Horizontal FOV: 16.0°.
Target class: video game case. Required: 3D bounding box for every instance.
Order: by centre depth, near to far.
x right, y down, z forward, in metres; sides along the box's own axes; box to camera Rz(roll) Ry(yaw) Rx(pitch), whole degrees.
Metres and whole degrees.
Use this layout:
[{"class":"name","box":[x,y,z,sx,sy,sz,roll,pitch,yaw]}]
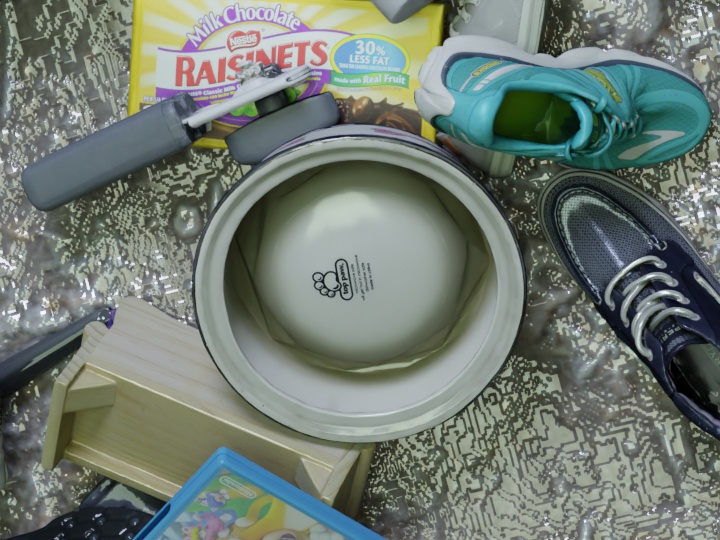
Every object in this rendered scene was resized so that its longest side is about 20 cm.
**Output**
[{"class":"video game case","box":[-0.086,0.207,1.575,0.143,0.018,0.200,32,119,-22]}]

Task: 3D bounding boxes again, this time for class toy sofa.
[{"class":"toy sofa","box":[-0.092,0.105,1.615,0.200,0.098,0.083,22,132,8]}]

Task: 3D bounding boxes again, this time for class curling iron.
[{"class":"curling iron","box":[-0.238,0.085,1.667,0.200,0.026,0.050,-39,109,8]}]

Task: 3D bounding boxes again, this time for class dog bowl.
[{"class":"dog bowl","box":[0.000,0.000,1.559,0.200,0.074,0.200,0,113,1]}]

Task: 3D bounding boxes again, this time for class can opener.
[{"class":"can opener","box":[-0.113,-0.078,1.584,0.200,0.053,0.067,-19,97,15]}]

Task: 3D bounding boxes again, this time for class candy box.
[{"class":"candy box","box":[-0.047,-0.124,1.604,0.200,0.026,0.102,5,95,11]}]

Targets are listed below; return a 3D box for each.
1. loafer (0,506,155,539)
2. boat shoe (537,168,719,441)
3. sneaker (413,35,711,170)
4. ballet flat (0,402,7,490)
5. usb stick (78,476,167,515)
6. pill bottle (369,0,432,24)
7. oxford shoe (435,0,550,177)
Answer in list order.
[{"class":"loafer","box":[-0.195,0.201,1.637,0.200,0.068,0.070,-16,125,29]},{"class":"boat shoe","box":[0.180,0.018,1.538,0.200,0.093,0.075,45,102,4]},{"class":"sneaker","box":[0.127,-0.087,1.506,0.200,0.080,0.078,1,112,-32]},{"class":"ballet flat","box":[-0.273,0.142,1.637,0.075,0.068,0.200,33,98,-30]},{"class":"usb stick","box":[-0.097,0.207,1.645,0.200,0.033,0.055,44,103,5]},{"class":"pill bottle","box":[-0.015,-0.249,1.538,0.111,0.111,0.200,-41,86,13]},{"class":"oxford shoe","box":[0.086,-0.156,1.550,0.058,0.075,0.200,14,103,7]}]
